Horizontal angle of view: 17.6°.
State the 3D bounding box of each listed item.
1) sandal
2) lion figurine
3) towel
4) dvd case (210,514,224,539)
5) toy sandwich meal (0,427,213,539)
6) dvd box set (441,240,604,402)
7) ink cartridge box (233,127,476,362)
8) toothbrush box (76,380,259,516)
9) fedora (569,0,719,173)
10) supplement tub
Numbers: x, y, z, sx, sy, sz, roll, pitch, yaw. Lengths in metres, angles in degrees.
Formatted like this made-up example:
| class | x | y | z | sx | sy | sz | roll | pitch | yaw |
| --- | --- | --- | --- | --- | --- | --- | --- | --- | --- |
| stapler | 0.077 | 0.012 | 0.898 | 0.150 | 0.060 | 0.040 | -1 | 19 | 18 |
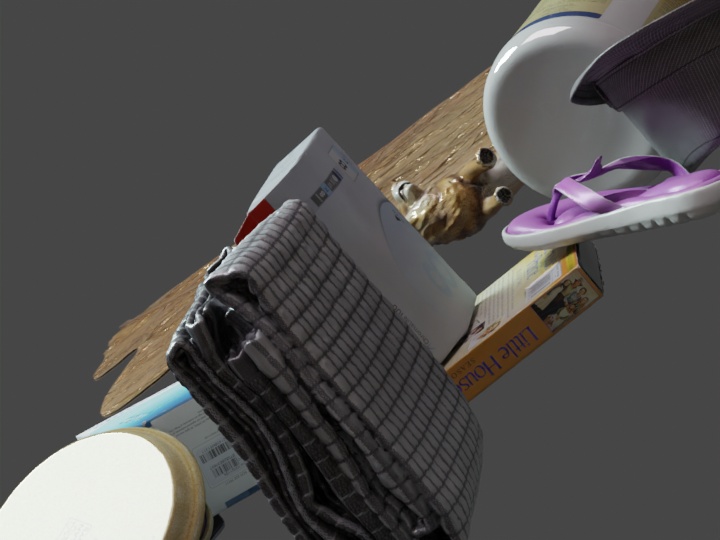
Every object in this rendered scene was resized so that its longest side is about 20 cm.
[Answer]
| class | x | y | z | sx | sy | sz | roll | pitch | yaw |
| --- | --- | --- | --- | --- | --- | --- | --- | --- | --- |
| sandal | 0.170 | -0.053 | 1.498 | 0.082 | 0.050 | 0.202 | -24 | 10 | -41 |
| lion figurine | 0.123 | -0.087 | 1.988 | 0.200 | 0.073 | 0.122 | -28 | -5 | -24 |
| towel | -0.021 | 0.073 | 1.285 | 0.086 | 0.200 | 0.166 | -38 | 8 | 18 |
| dvd case | -0.194 | 0.258 | 1.675 | 0.150 | 0.025 | 0.200 | -32 | 11 | 43 |
| toy sandwich meal | -0.178 | 0.198 | 1.564 | 0.205 | 0.070 | 0.206 | -21 | 44 | 22 |
| dvd box set | 0.075 | 0.051 | 1.551 | 0.200 | 0.029 | 0.146 | -39 | 8 | 10 |
| ink cartridge box | 0.000 | 0.000 | 1.488 | 0.047 | 0.160 | 0.200 | -40 | 8 | 15 |
| toothbrush box | -0.108 | 0.120 | 1.713 | 0.146 | 0.085 | 0.200 | -28 | 5 | -22 |
| fedora | 0.230 | -0.122 | 1.519 | 0.177 | 0.090 | 0.200 | -28 | -3 | 0 |
| supplement tub | 0.184 | -0.149 | 1.731 | 0.144 | 0.145 | 0.200 | -34 | 10 | 32 |
